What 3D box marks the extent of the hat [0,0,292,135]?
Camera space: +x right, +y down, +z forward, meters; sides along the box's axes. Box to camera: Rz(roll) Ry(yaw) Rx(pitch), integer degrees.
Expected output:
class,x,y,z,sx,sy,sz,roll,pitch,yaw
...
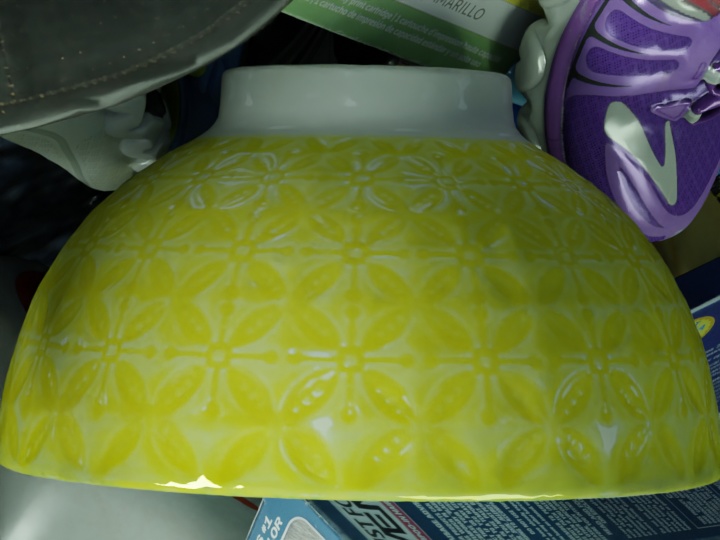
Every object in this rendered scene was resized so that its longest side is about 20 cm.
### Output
class,x,y,z,sx,sy,sz,roll,pitch,yaw
hat,-0.095,-0.118,0.572,0.200,0.202,0.081,-18,-173,-23

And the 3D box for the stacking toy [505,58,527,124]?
class,x,y,z,sx,sy,sz,roll,pitch,yaw
stacking toy,0.067,-0.042,0.868,0.085,0.085,0.201,-20,135,-18

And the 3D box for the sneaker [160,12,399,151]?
class,x,y,z,sx,sy,sz,roll,pitch,yaw
sneaker,-0.031,-0.052,0.829,0.082,0.071,0.200,-11,148,-22

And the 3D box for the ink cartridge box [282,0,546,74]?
class,x,y,z,sx,sy,sz,roll,pitch,yaw
ink cartridge box,0.048,-0.149,0.697,0.200,0.048,0.145,-50,150,16

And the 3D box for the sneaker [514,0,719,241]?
class,x,y,z,sx,sy,sz,roll,pitch,yaw
sneaker,0.105,-0.079,0.726,0.080,0.083,0.200,-19,143,-36

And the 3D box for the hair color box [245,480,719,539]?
class,x,y,z,sx,sy,sz,roll,pitch,yaw
hair color box,0.045,0.111,0.839,0.199,0.061,0.100,-2,124,-44

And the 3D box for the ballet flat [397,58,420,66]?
class,x,y,z,sx,sy,sz,roll,pitch,yaw
ballet flat,0.008,0.025,0.912,0.068,0.067,0.201,-7,114,5

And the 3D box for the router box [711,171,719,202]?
class,x,y,z,sx,sy,sz,roll,pitch,yaw
router box,0.114,-0.070,0.972,0.200,0.051,0.149,-37,155,21

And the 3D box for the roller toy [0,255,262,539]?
class,x,y,z,sx,sy,sz,roll,pitch,yaw
roller toy,-0.090,0.090,0.885,0.140,0.200,0.182,-51,169,8

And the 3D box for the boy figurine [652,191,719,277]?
class,x,y,z,sx,sy,sz,roll,pitch,yaw
boy figurine,0.114,0.024,1.017,0.124,0.065,0.200,-15,156,8

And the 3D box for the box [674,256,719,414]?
class,x,y,z,sx,sy,sz,roll,pitch,yaw
box,0.124,0.037,0.928,0.121,0.032,0.200,-25,155,-16

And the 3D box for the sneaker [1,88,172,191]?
class,x,y,z,sx,sy,sz,roll,pitch,yaw
sneaker,-0.110,-0.076,0.710,0.081,0.075,0.200,-23,149,8

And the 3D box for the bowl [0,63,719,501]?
class,x,y,z,sx,sy,sz,roll,pitch,yaw
bowl,0.000,0.000,0.727,0.199,0.108,0.200,1,-179,0
